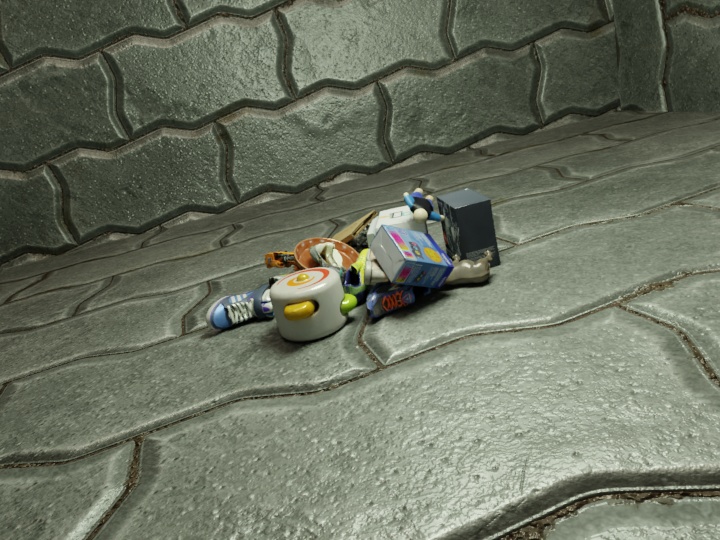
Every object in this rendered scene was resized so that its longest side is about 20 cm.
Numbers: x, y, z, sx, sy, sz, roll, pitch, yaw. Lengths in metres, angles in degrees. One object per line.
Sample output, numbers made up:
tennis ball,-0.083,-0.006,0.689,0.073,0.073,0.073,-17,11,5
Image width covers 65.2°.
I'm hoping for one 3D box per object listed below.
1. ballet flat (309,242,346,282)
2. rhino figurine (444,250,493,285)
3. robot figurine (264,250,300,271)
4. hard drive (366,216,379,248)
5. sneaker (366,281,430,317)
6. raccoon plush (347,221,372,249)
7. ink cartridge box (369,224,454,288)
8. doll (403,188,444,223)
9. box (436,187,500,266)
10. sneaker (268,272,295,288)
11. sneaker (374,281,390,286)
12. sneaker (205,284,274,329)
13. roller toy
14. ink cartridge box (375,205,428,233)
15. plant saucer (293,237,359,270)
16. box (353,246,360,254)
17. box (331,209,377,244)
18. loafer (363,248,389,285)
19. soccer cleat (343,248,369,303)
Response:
ballet flat,-0.084,-0.035,1.519,0.071,0.073,0.201,-18,36,-14
rhino figurine,0.243,0.004,1.449,0.197,0.060,0.088,-10,29,23
robot figurine,-0.201,-0.030,1.725,0.143,0.059,0.198,-4,6,-41
hard drive,0.052,-0.076,1.714,0.026,0.134,0.200,-9,18,10
sneaker,0.093,0.060,1.378,0.199,0.076,0.078,-28,26,-33
raccoon plush,0.022,-0.100,1.940,0.132,0.098,0.199,-13,-14,29
ink cartridge box,0.137,-0.032,1.387,0.198,0.077,0.137,9,37,-39
doll,0.176,-0.177,1.581,0.135,0.049,0.200,33,22,-3
box,0.298,-0.117,1.572,0.102,0.185,0.200,-14,17,-3
sneaker,-0.184,0.038,1.646,0.089,0.080,0.198,-18,19,-37
sneaker,0.077,0.026,1.518,0.089,0.068,0.200,-16,16,40
sneaker,-0.303,0.102,1.525,0.145,0.082,0.199,-4,14,40
roller toy,-0.129,0.075,1.379,0.199,0.142,0.181,-27,22,-35
ink cartridge box,0.134,-0.099,1.697,0.144,0.149,0.200,-10,18,9
plant saucer,-0.095,-0.028,1.612,0.197,0.033,0.201,10,33,-6
box,-0.094,-0.015,1.793,0.197,0.042,0.156,-16,18,-3
box,-0.050,-0.109,1.782,0.199,0.021,0.164,-30,14,42
loafer,0.041,-0.004,1.423,0.062,0.073,0.200,7,15,1
soccer cleat,0.001,0.000,1.518,0.064,0.084,0.202,-6,40,24
